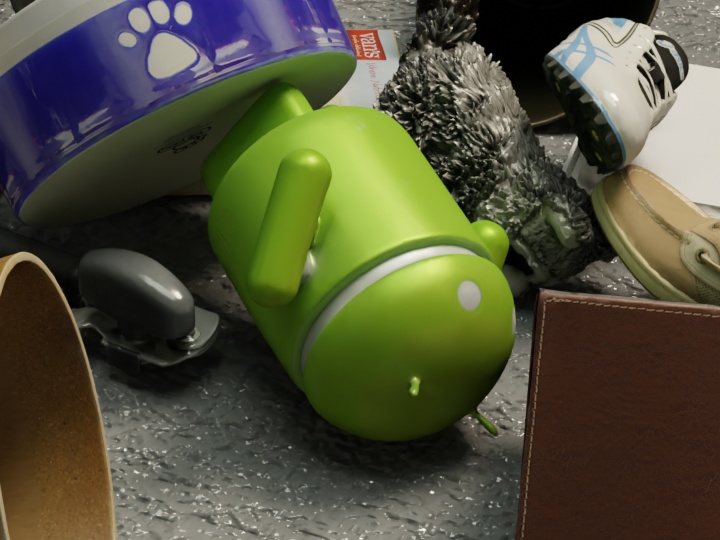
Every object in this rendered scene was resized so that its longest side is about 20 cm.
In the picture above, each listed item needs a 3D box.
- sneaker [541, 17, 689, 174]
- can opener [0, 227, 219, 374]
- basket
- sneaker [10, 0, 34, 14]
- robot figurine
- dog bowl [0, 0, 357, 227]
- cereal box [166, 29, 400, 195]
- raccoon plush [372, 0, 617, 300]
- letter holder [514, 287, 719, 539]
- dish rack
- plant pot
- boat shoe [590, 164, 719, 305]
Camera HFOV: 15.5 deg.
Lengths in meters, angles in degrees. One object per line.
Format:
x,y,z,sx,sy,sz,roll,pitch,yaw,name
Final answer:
0.141,-0.102,1.430,0.072,0.072,0.200,-25,10,10,sneaker
-0.159,0.002,1.362,0.199,0.067,0.053,16,35,28,can opener
0.111,-0.200,1.638,0.136,0.181,0.200,27,20,-6,basket
-0.110,-0.178,1.618,0.200,0.071,0.098,-5,-7,11,sneaker
0.000,0.000,1.305,0.175,0.116,0.200,23,28,-52,robot figurine
-0.105,-0.101,1.376,0.200,0.200,0.079,-20,80,-33,dog bowl
-0.070,-0.094,1.544,0.199,0.040,0.144,0,32,-6,cereal box
0.078,-0.085,1.414,0.134,0.201,0.097,9,14,30,raccoon plush
0.175,0.088,1.235,0.199,0.143,0.101,5,0,4,letter holder
0.206,-0.071,1.532,0.171,0.044,0.200,11,33,11,dish rack
-0.221,0.099,1.110,0.199,0.187,0.187,-8,30,8,plant pot
0.200,0.002,1.349,0.071,0.065,0.200,-5,42,-50,boat shoe
